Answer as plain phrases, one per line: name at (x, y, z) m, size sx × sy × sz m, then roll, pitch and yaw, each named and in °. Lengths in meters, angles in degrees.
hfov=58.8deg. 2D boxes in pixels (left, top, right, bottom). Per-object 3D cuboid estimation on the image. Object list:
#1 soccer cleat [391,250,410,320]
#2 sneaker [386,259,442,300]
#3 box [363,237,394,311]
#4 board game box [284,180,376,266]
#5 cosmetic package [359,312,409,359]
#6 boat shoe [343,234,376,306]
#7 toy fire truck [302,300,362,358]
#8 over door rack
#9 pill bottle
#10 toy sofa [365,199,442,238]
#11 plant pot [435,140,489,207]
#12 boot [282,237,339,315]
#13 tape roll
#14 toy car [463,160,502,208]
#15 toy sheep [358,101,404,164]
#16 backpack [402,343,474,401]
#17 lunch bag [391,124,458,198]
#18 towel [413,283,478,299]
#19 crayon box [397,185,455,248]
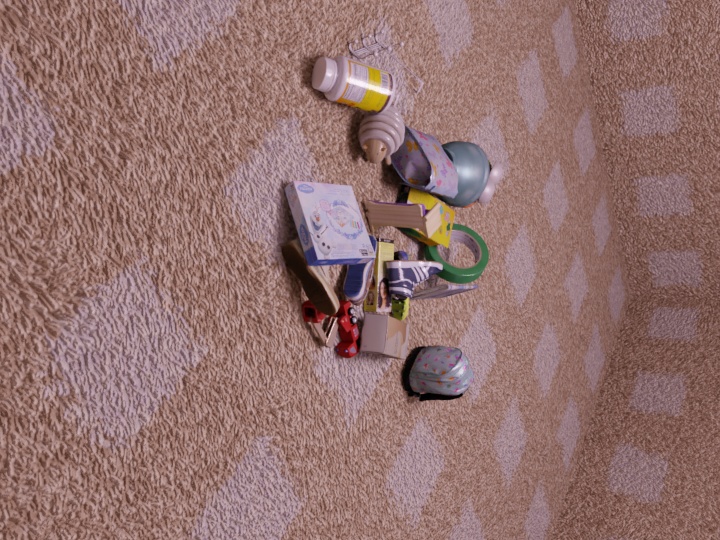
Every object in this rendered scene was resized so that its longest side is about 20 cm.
soccer cleat at (0.125, 0.044, 1.855) m, size 0.083 × 0.064 × 0.204 m, roll -7°, pitch 96°, yaw -52°
sneaker at (0.151, 0.027, 1.789) m, size 0.198 × 0.070 × 0.111 m, roll 1°, pitch 87°, yaw -38°
box at (0.051, 0.013, 1.770) m, size 0.075 × 0.050 × 0.204 m, roll 3°, pitch 88°, yaw -53°
board game box at (-0.071, -0.112, 1.533) m, size 0.198 × 0.043 × 0.202 m, roll -2°, pitch 69°, yaw -47°
cosmetic package at (0.069, 0.181, 1.738) m, size 0.200 × 0.070 × 0.107 m, roll 27°, pitch 68°, yaw -67°
boat shoe at (0.000, 0.000, 1.694) m, size 0.073 × 0.071 × 0.202 m, roll 69°, pitch 34°, yaw -55°
toy fire truck at (-0.067, 0.147, 1.618) m, size 0.141 × 0.048 × 0.203 m, roll -38°, pitch 121°, yaw -45°
over door rack at (0.079, -0.554, 1.713) m, size 0.201 × 0.066 × 0.147 m, roll 52°, pitch 46°, yaw 1°
pill bottle at (-0.018, -0.465, 1.588) m, size 0.197 × 0.109 × 0.111 m, roll 8°, pitch 85°, yaw -32°
toy sofa at (0.115, -0.156, 1.727) m, size 0.083 × 0.198 × 0.099 m, roll -43°, pitch 129°, yaw -42°
plant pot at (0.272, -0.301, 1.938) m, size 0.133 × 0.198 × 0.204 m, roll 4°, pitch 88°, yaw -47°
boot at (-0.084, -0.007, 1.543) m, size 0.202 × 0.072 × 0.154 m, roll 57°, pitch 42°, yaw -6°
tape roll at (0.298, -0.054, 1.984) m, size 0.201 × 0.199 × 0.048 m, roll -55°, pitch 170°, yaw -36°
toy car at (0.360, -0.290, 2.104) m, size 0.151 × 0.173 × 0.201 m, roll 99°, pitch 17°, yaw -56°
toy sheep at (0.058, -0.371, 1.708) m, size 0.138 × 0.136 × 0.203 m, roll 44°, pitch 49°, yaw -44°
backpack at (0.234, 0.300, 1.897) m, size 0.127 × 0.198 × 0.168 m, roll 57°, pitch 50°, yaw -36°
lunch bag at (0.179, -0.292, 1.817) m, size 0.168 × 0.127 × 0.201 m, roll 1°, pitch 51°, yaw -53°
towel at (0.260, 0.062, 1.973) m, size 0.199 × 0.145 × 0.024 m, roll 0°, pitch 76°, yaw -53°
crayon box at (0.192, -0.157, 1.911) m, size 0.198 × 0.050 × 0.129 m, roll 27°, pitch 69°, yaw -33°
